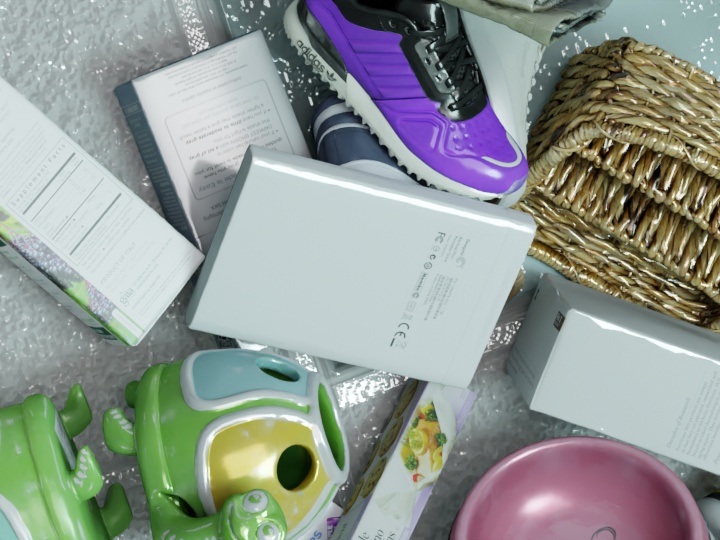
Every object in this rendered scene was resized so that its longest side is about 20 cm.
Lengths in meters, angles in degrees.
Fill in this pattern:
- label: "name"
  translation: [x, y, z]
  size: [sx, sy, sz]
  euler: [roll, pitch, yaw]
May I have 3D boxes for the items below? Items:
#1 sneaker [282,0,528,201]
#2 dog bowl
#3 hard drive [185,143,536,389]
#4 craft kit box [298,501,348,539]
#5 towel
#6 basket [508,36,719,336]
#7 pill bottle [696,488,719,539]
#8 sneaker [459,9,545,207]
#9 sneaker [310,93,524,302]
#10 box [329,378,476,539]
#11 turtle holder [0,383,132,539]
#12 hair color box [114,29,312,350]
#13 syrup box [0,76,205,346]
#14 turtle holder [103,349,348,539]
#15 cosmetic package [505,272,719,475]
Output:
- label: "sneaker"
  translation: [0.042, -0.136, 1.559]
  size: [0.200, 0.100, 0.070]
  euler: [43, 39, 6]
- label: "dog bowl"
  translation: [0.147, 0.198, 1.584]
  size: [0.199, 0.074, 0.201]
  euler: [-4, 50, 5]
- label: "hard drive"
  translation: [0.000, 0.000, 1.555]
  size: [0.199, 0.027, 0.132]
  euler: [13, 117, -19]
- label: "craft kit box"
  translation: [-0.037, 0.267, 1.622]
  size: [0.197, 0.049, 0.200]
  euler: [35, 78, -12]
- label: "towel"
  translation: [0.063, -0.206, 1.546]
  size: [0.200, 0.193, 0.035]
  euler: [25, 107, 10]
- label: "basket"
  translation: [0.217, -0.051, 1.662]
  size: [0.200, 0.143, 0.149]
  euler: [32, 79, -15]
- label: "pill bottle"
  translation: [0.344, 0.178, 1.714]
  size: [0.200, 0.112, 0.112]
  euler: [-24, 96, -18]
- label: "sneaker"
  translation: [0.105, -0.141, 1.651]
  size: [0.084, 0.073, 0.201]
  euler: [-3, 75, -24]
- label: "sneaker"
  translation: [0.039, -0.052, 1.639]
  size: [0.070, 0.109, 0.200]
  euler: [-34, 138, 21]
- label: "box"
  translation: [0.020, 0.154, 1.609]
  size: [0.039, 0.041, 0.200]
  euler: [37, 58, -14]
- label: "turtle holder"
  translation: [-0.215, 0.174, 1.529]
  size: [0.131, 0.141, 0.186]
  euler: [-20, 134, -3]
- label: "hair color box"
  translation: [-0.081, -0.051, 1.606]
  size: [0.099, 0.061, 0.201]
  euler: [-23, 95, -18]
- label: "syrup box"
  translation: [-0.206, -0.043, 1.553]
  size: [0.200, 0.079, 0.082]
  euler: [41, 77, -13]
- label: "turtle holder"
  translation: [-0.083, 0.118, 1.504]
  size: [0.131, 0.185, 0.141]
  euler: [-16, 84, 8]
- label: "cosmetic package"
  translation: [0.211, 0.078, 1.654]
  size: [0.199, 0.113, 0.081]
  euler: [18, 100, -7]
